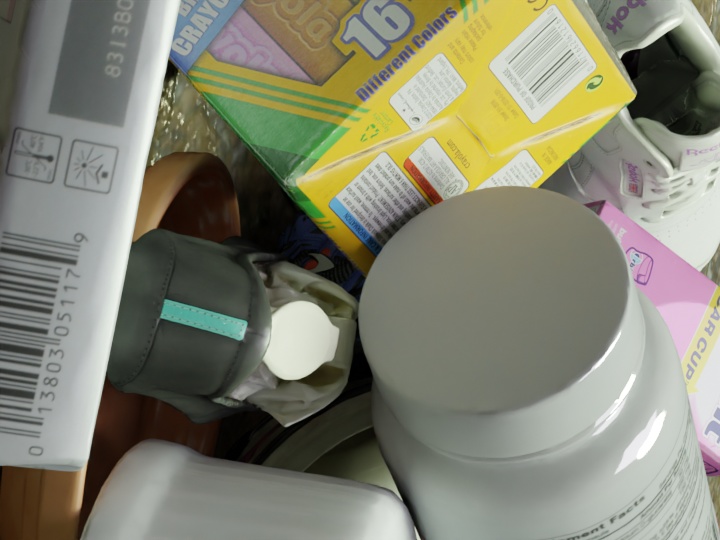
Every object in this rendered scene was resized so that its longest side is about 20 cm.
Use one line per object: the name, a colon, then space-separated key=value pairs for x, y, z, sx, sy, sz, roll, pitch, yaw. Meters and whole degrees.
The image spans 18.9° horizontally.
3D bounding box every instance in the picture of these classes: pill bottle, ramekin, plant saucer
pill bottle: x=0.068 y=0.065 z=0.806 sx=0.200 sy=0.113 sz=0.113 roll=68 pitch=40 yaw=-51
ramekin: x=-0.037 y=0.162 z=0.759 sx=0.200 sy=0.098 sz=0.201 roll=3 pitch=90 yaw=-81
plant saucer: x=-0.089 y=0.052 z=0.805 sx=0.200 sy=0.037 sz=0.200 roll=12 pitch=90 yaw=-81

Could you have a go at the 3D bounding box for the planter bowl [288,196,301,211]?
planter bowl: x=0.061 y=-0.106 z=0.998 sx=0.200 sy=0.135 sz=0.201 roll=-32 pitch=126 yaw=-58

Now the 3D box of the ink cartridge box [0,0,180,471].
ink cartridge box: x=-0.108 y=-0.040 z=0.677 sx=0.057 sy=0.200 sz=0.163 roll=9 pitch=98 yaw=-23

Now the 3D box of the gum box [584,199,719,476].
gum box: x=0.084 y=0.037 z=0.972 sx=0.113 sy=0.200 sz=0.066 roll=35 pitch=71 yaw=-19

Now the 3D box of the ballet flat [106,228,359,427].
ballet flat: x=-0.039 y=0.024 z=0.741 sx=0.200 sy=0.068 sz=0.068 roll=-1 pitch=102 yaw=-81

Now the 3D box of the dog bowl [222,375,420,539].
dog bowl: x=0.010 y=0.135 z=0.942 sx=0.200 sy=0.074 sz=0.200 roll=-4 pitch=102 yaw=-21

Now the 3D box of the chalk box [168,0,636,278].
chalk box: x=-0.018 y=-0.108 z=0.805 sx=0.124 sy=0.200 sz=0.124 roll=-44 pitch=148 yaw=1

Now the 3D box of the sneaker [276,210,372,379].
sneaker: x=0.000 y=0.000 z=0.907 sx=0.075 sy=0.200 sz=0.079 roll=0 pitch=80 yaw=-24

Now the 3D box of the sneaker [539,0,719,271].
sneaker: x=0.116 y=-0.051 z=0.885 sx=0.075 sy=0.100 sz=0.200 roll=-36 pitch=136 yaw=-7
